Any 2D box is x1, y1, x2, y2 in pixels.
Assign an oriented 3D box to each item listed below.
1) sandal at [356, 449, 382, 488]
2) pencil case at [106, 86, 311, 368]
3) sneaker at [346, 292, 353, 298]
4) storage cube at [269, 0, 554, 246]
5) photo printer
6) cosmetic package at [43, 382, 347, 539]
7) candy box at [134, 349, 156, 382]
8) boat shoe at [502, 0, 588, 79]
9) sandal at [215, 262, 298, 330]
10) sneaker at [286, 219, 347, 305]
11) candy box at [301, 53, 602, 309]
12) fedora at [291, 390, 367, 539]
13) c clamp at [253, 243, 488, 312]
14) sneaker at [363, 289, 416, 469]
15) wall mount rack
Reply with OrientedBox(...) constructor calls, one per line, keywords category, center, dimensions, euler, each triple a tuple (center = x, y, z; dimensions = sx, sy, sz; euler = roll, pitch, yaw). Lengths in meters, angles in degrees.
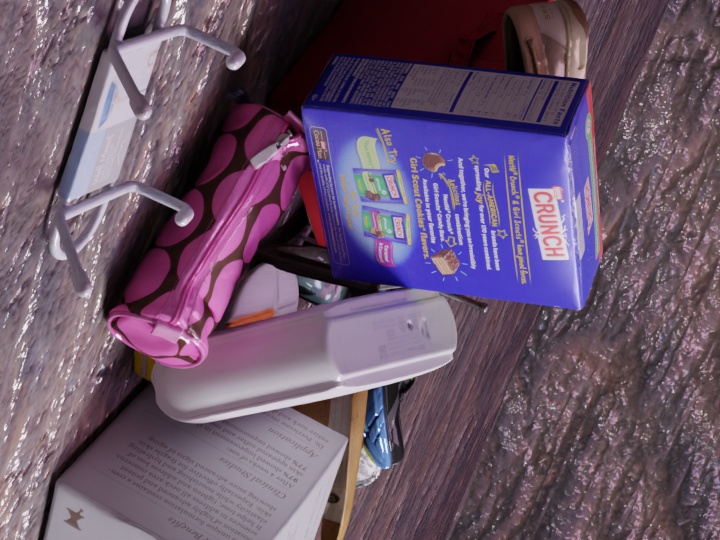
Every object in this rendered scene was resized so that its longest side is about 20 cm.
OrientedBox(category="sandal", center=(0.004, 0.125, 1.848), dimensions=(0.048, 0.075, 0.202), euler=(-126, -150, -58))
OrientedBox(category="pencil case", center=(-0.105, -0.027, 1.408), dimensions=(0.094, 0.091, 0.201), euler=(-5, -126, 62))
OrientedBox(category="sneaker", center=(0.001, 0.036, 1.917), dimensions=(0.147, 0.080, 0.201), euler=(-106, -151, -59))
OrientedBox(category="storage cube", center=(0.057, -0.120, 1.578), dimensions=(0.171, 0.179, 0.201), euler=(-57, 145, -32))
OrientedBox(category="photo printer", center=(-0.050, 0.068, 1.485), dimensions=(0.166, 0.199, 0.070), euler=(-10, 86, -53))
OrientedBox(category="cosmetic package", center=(-0.139, 0.207, 1.555), dimensions=(0.200, 0.167, 0.167), euler=(-48, 162, -51))
OrientedBox(category="candy box", center=(-0.117, -0.014, 1.524), dimensions=(0.200, 0.026, 0.102), euler=(-57, 170, -30))
OrientedBox(category="boat shoe", center=(0.130, -0.106, 1.471), dimensions=(0.071, 0.064, 0.201), euler=(-141, -133, -62))
OrientedBox(category="sandal", center=(-0.113, 0.083, 1.665), dimensions=(0.079, 0.059, 0.208), euler=(-2, 113, -45))
OrientedBox(category="sneaker", center=(-0.028, -0.042, 1.762), dimensions=(0.200, 0.077, 0.141), euler=(-13, 128, -87))
OrientedBox(category="candy box", center=(0.071, -0.064, 1.411), dimensions=(0.077, 0.199, 0.170), euler=(-63, 153, -42))
OrientedBox(category="fedora", center=(-0.043, 0.149, 1.687), dimensions=(0.201, 0.081, 0.202), euler=(-172, -90, -87))
OrientedBox(category="c clamp", center=(0.000, 0.000, 1.591), dimensions=(0.200, 0.170, 0.027), euler=(0, 108, -68))
OrientedBox(category="sneaker", center=(0.036, 0.082, 1.779), dimensions=(0.071, 0.082, 0.201), euler=(154, -58, -67))
OrientedBox(category="wall mount rack", center=(-0.140, -0.075, 1.173), dimensions=(0.174, 0.074, 0.201), euler=(-38, 151, -64))
